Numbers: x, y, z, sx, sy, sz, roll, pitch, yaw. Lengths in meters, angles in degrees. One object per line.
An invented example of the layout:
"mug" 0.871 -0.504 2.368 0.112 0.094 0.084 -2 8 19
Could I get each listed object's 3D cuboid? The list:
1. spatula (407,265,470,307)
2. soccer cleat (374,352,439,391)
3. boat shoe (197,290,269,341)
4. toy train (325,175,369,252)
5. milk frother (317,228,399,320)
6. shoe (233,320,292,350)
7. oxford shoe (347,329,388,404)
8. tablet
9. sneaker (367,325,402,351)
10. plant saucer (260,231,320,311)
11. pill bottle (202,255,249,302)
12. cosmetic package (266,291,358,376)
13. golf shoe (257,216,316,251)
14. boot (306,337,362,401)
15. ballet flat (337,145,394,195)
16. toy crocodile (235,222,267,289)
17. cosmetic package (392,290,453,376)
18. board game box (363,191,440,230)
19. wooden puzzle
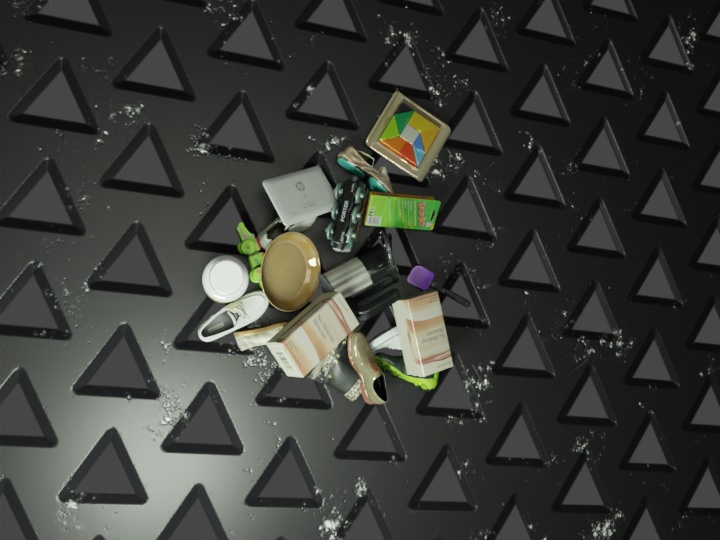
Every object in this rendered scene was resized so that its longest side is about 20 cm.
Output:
"spatula" 0.225 0.051 1.703 0.198 0.021 0.057 28 92 -14
"soccer cleat" 0.125 0.256 1.647 0.199 0.067 0.082 29 69 -17
"boat shoe" -0.315 0.118 1.531 0.199 0.065 0.074 -36 94 -12
"toy train" -0.030 -0.145 1.603 0.084 0.114 0.203 11 86 16
"milk frother" 0.000 0.000 1.548 0.187 0.180 0.202 -28 127 -15
"shoe" -0.220 0.161 1.538 0.197 0.070 0.054 -11 89 10
"oxford shoe" 0.027 0.244 1.553 0.070 0.074 0.202 -26 99 -36
"tablet" -0.148 -0.196 1.573 0.199 0.014 0.131 -24 84 -43
"sneaker" 0.104 0.183 1.636 0.198 0.073 0.071 -25 89 -15
"plant saucer" -0.185 0.002 1.555 0.199 0.035 0.203 -8 101 -47
"pill bottle" -0.326 0.022 1.468 0.108 0.200 0.111 1 86 -15
"cosmetic package" -0.112 0.151 1.457 0.200 0.087 0.104 -43 108 -31
"golf shoe" -0.175 -0.124 1.572 0.200 0.097 0.078 -44 95 -15
"boot" -0.033 0.224 1.603 0.153 0.073 0.205 35 76 -16
"ballet flat" 0.030 -0.267 1.652 0.199 0.068 0.068 39 71 -11
"toy crocodile" -0.267 -0.030 1.557 0.061 0.067 0.202 -25 95 -18
"cosmetic package" 0.161 0.162 1.584 0.102 0.087 0.203 -15 94 -27
"board game box" 0.114 -0.160 1.659 0.197 0.030 0.096 5 126 -13
"wooden puzzle" 0.137 -0.376 1.701 0.199 0.037 0.186 33 79 -11
